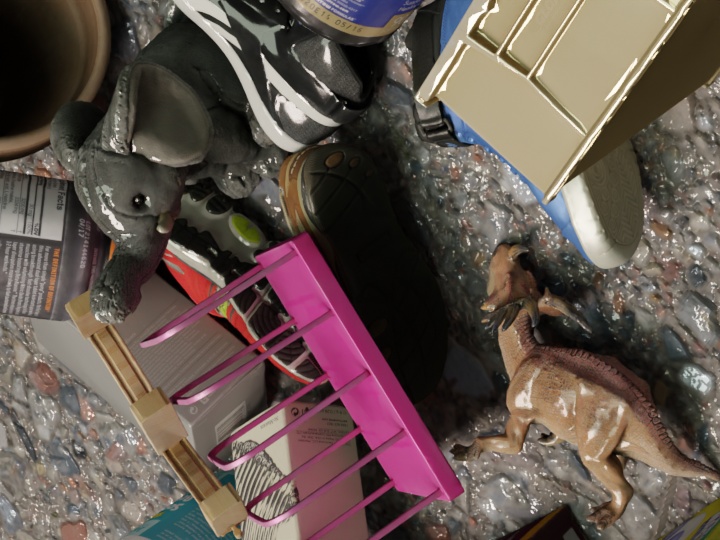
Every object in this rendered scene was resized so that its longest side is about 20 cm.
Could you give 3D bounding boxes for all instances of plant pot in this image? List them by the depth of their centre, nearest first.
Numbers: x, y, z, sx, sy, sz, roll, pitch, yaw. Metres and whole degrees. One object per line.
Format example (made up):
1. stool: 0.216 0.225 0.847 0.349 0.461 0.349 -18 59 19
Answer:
1. plant pot: -0.311 -0.163 1.340 0.201 0.199 0.174 59 152 0

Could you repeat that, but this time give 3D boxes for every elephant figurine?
1. elephant figurine: -0.149 -0.085 1.208 0.155 0.199 0.142 35 131 22

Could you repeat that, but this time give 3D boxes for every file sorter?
1. file sorter: -0.048 0.097 1.180 0.201 0.125 0.139 58 167 -4

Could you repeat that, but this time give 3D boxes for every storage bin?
1. storage bin: 0.156 -0.161 0.900 0.094 0.200 0.199 44 134 13

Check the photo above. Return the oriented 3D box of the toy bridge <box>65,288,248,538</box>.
1. toy bridge: -0.135 0.103 1.176 0.200 0.027 0.067 52 168 24

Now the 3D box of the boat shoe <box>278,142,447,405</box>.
1. boat shoe: 0.000 0.000 1.217 0.074 0.075 0.202 11 126 56

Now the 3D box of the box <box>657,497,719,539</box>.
1. box: 0.211 0.190 1.093 0.049 0.117 0.200 52 134 6

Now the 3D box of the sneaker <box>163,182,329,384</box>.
1. sneaker: -0.085 0.014 1.311 0.200 0.077 0.085 45 154 16

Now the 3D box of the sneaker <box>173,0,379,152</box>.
1. sneaker: -0.055 -0.188 1.172 0.111 0.073 0.201 -27 101 42

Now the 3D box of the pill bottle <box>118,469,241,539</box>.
1. pill bottle: -0.133 0.240 1.363 0.110 0.199 0.112 19 123 33

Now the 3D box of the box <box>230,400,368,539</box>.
1. box: -0.041 0.206 1.294 0.082 0.068 0.202 -35 55 45

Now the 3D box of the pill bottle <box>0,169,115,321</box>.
1. pill bottle: -0.261 -0.020 1.284 0.198 0.107 0.107 9 129 -13

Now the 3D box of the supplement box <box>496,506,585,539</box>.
1. supplement box: 0.094 0.266 1.258 0.200 0.085 0.111 -36 86 45

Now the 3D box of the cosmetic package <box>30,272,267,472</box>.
1. cosmetic package: -0.172 0.062 1.369 0.200 0.090 0.107 41 157 20

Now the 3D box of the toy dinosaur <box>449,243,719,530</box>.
1. toy dinosaur: 0.143 0.076 1.123 0.199 0.086 0.137 26 120 22

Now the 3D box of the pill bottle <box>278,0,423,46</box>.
1. pill bottle: 0.029 -0.234 1.037 0.112 0.112 0.200 53 136 6

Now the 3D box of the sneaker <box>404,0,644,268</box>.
1. sneaker: 0.095 -0.086 1.078 0.111 0.077 0.202 -23 91 39
